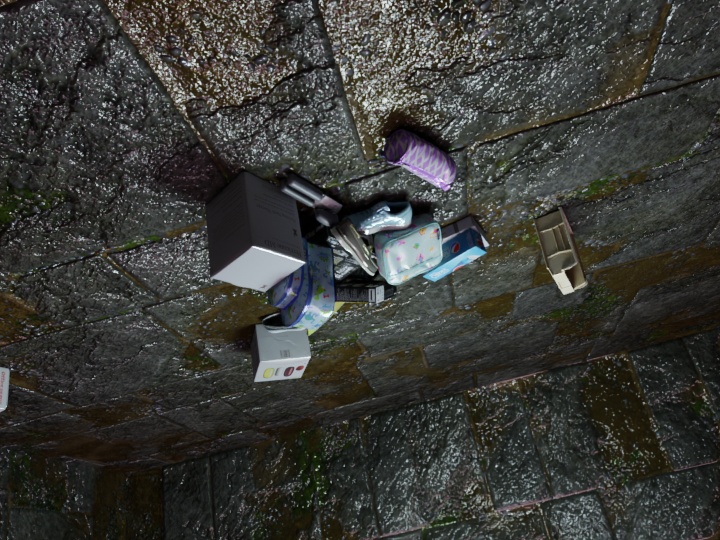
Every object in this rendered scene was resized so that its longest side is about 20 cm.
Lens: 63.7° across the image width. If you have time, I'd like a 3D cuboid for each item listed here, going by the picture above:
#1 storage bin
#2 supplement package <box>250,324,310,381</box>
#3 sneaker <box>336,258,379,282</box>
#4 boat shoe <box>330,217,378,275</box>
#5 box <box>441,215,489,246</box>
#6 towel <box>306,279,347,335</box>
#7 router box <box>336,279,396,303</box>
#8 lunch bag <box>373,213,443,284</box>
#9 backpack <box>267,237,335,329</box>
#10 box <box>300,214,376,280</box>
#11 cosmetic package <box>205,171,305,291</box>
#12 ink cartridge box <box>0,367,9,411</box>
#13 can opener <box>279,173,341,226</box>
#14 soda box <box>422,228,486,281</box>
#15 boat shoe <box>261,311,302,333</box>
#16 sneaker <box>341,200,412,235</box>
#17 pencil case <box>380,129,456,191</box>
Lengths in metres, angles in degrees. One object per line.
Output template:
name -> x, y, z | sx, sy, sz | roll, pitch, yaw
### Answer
storage bin -> 0.628, -0.055, 1.810 | 0.092, 0.203, 0.199 | -19, 153, 22
supplement package -> -0.300, 0.301, 2.144 | 0.186, 0.150, 0.201 | -2, 150, -19
sneaker -> 0.000, 0.000, 1.777 | 0.196, 0.083, 0.074 | -21, 151, 16
boat shoe -> -0.002, -0.060, 1.515 | 0.060, 0.072, 0.202 | -42, 133, 2
box -> 0.280, -0.083, 1.784 | 0.197, 0.042, 0.155 | -23, 150, 21
towel -> -0.109, 0.125, 1.917 | 0.200, 0.023, 0.144 | -44, 163, -20
router box -> 0.016, 0.063, 1.802 | 0.146, 0.053, 0.199 | 1, -175, 22
lunch bag -> 0.140, -0.057, 1.620 | 0.196, 0.077, 0.163 | -22, 123, -17
backpack -> -0.153, 0.041, 1.473 | 0.144, 0.204, 0.183 | 9, 148, -32
box -> -0.078, -0.065, 1.616 | 0.163, 0.088, 0.198 | -33, 146, 34
cosmetic package -> -0.253, -0.087, 1.380 | 0.165, 0.204, 0.165 | -31, 148, 33
ink cartridge box -> -1.273, 0.385, 1.897 | 0.083, 0.149, 0.199 | -23, 151, 21
can opener -> -0.116, -0.168, 1.430 | 0.053, 0.068, 0.198 | -28, 149, 27
soda box -> 0.275, -0.044, 1.742 | 0.198, 0.066, 0.067 | -31, 146, 33
boat shoe -> -0.251, 0.175, 2.009 | 0.196, 0.074, 0.071 | -18, 157, 15
sneaker -> 0.043, -0.152, 1.541 | 0.195, 0.075, 0.083 | -10, 135, -11
pencil case -> 0.142, -0.257, 1.351 | 0.197, 0.087, 0.083 | 14, 145, -42
